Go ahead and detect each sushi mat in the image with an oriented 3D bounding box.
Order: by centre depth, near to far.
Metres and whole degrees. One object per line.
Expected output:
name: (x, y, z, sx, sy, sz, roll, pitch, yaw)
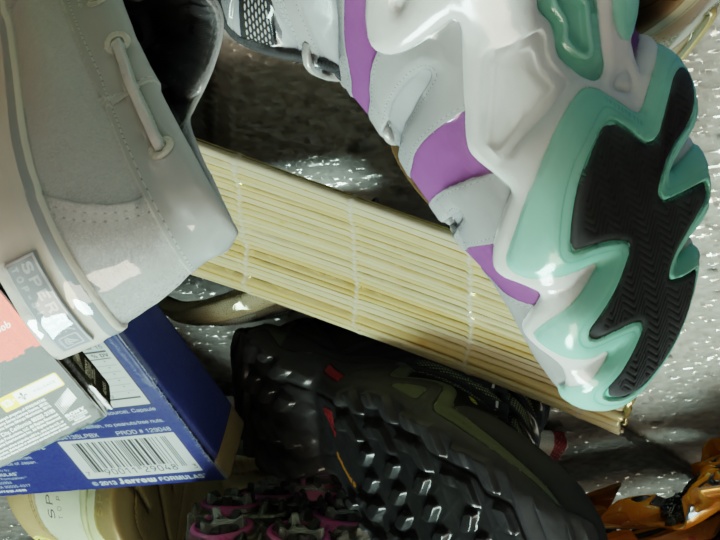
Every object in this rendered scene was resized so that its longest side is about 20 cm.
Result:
sushi mat: (0.000, 0.000, 0.902, 0.199, 0.012, 0.096, 20, 152, 14)

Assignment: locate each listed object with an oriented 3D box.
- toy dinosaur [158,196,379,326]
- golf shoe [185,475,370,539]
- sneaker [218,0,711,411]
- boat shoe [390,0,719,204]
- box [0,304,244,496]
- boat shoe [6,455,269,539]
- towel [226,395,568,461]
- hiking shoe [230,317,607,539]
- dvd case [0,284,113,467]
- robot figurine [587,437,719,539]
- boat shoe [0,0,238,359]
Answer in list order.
toy dinosaur: (-0.010, -0.005, 0.974, 0.199, 0.048, 0.088, -7, 160, 21)
golf shoe: (-0.020, 0.126, 1.058, 0.072, 0.093, 0.200, 5, -179, 13)
sneaker: (0.014, -0.059, 0.753, 0.139, 0.201, 0.078, 3, -156, 41)
boat shoe: (0.075, -0.090, 0.786, 0.065, 0.072, 0.200, -26, 159, -38)
box: (-0.138, 0.010, 0.968, 0.120, 0.033, 0.200, -6, 140, 27)
boat shoe: (-0.078, 0.105, 1.130, 0.066, 0.074, 0.200, 5, 161, 25)
towel: (-0.026, 0.090, 1.191, 0.199, 0.023, 0.144, 7, 151, -17)
hiking shoe: (0.036, 0.054, 0.976, 0.100, 0.200, 0.076, -19, 120, -28)
dvd case: (-0.195, 0.005, 0.897, 0.145, 0.022, 0.200, -26, 124, 17)
robot figurine: (0.112, 0.124, 1.155, 0.199, 0.058, 0.145, -21, -171, 15)
boat shoe: (-0.068, -0.057, 0.725, 0.068, 0.200, 0.072, -24, 119, 7)
